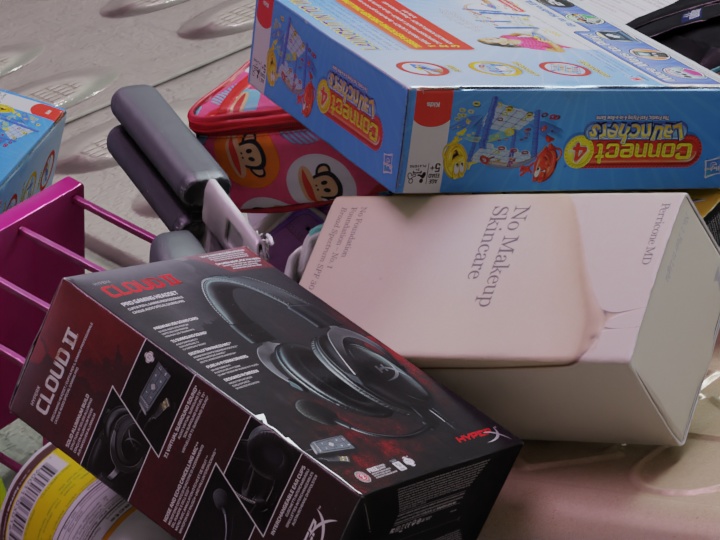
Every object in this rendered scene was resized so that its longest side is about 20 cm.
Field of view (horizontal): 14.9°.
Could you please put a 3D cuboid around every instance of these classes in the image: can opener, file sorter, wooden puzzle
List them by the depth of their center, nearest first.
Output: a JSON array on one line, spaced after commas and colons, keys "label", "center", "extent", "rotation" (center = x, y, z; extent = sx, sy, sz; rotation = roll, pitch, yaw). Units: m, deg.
[{"label": "wooden puzzle", "center": [0.152, 0.089, 1.332], "extent": [0.185, 0.047, 0.200], "rotation": [4, 28, 41]}, {"label": "file sorter", "center": [-0.188, 0.066, 1.569], "extent": [0.125, 0.140, 0.200], "rotation": [26, 39, 29]}, {"label": "can opener", "center": [-0.104, -0.040, 1.573], "extent": [0.066, 0.053, 0.200], "rotation": [-4, 35, -25]}]

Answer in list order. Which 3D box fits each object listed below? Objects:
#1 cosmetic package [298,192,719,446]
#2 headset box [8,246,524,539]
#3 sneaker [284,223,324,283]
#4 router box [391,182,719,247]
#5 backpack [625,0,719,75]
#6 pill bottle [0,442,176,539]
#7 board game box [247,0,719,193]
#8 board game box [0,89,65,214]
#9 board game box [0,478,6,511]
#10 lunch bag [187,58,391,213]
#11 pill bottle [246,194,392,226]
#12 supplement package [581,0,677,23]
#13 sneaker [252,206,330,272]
[{"label": "cosmetic package", "center": [0.069, 0.022, 1.340], "extent": [0.199, 0.073, 0.104], "rotation": [-1, 53, 33]}, {"label": "headset box", "center": [-0.049, 0.066, 1.263], "extent": [0.200, 0.078, 0.149], "rotation": [36, 23, 24]}, {"label": "sneaker", "center": [0.000, 0.000, 1.558], "extent": [0.075, 0.089, 0.200], "rotation": [-3, 37, 37]}, {"label": "router box", "center": [0.104, -0.015, 1.478], "extent": [0.199, 0.053, 0.157], "rotation": [2, 26, 31]}, {"label": "backpack", "center": [0.187, -0.077, 1.631], "extent": [0.199, 0.154, 0.176], "rotation": [-14, 18, 16]}, {"label": "pill bottle", "center": [-0.096, 0.146, 1.322], "extent": [0.109, 0.110, 0.200], "rotation": [-24, 19, -19]}, {"label": "board game box", "center": [0.067, -0.098, 1.466], "extent": [0.195, 0.056, 0.200], "rotation": [-2, 21, -25]}, {"label": "board game box", "center": [-0.253, 0.013, 1.707], "extent": [0.056, 0.201, 0.196], "rotation": [17, 23, 4]}, {"label": "board game box", "center": [-0.248, 0.100, 1.456], "extent": [0.101, 0.201, 0.048], "rotation": [-7, 21, 31]}, {"label": "lunch bag", "center": [-0.012, -0.102, 1.666], "extent": [0.175, 0.082, 0.200], "rotation": [-6, 23, 29]}, {"label": "pill bottle", "center": [0.034, -0.048, 1.764], "extent": [0.199, 0.112, 0.112], "rotation": [-15, 18, 11]}, {"label": "supplement package", "center": [0.238, -0.139, 1.825], "extent": [0.199, 0.118, 0.117], "rotation": [-21, 18, -8]}, {"label": "sneaker", "center": [0.015, -0.008, 1.665], "extent": [0.199, 0.115, 0.073], "rotation": [-15, 16, 7]}]
